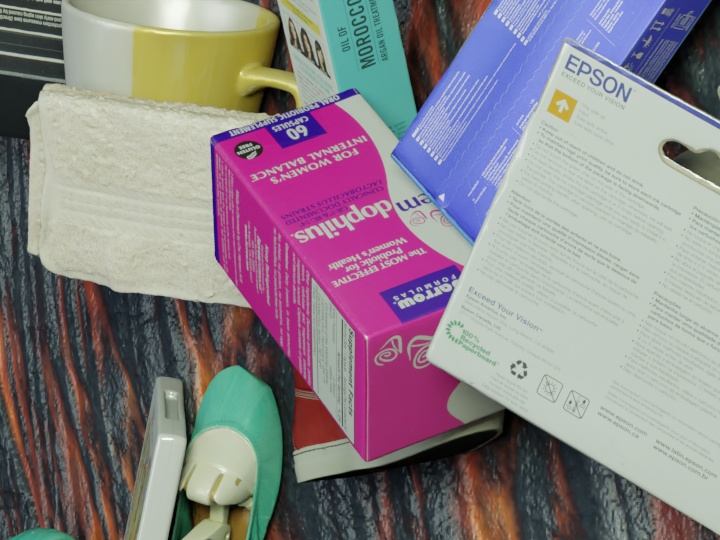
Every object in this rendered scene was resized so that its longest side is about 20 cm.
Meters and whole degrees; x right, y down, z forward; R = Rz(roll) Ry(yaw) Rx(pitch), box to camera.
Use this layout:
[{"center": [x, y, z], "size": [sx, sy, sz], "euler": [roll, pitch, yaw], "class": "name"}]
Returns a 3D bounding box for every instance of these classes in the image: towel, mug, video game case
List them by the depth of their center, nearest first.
[{"center": [-0.124, -0.048, 1.800], "size": [0.035, 0.199, 0.133], "euler": [-59, -26, -64], "class": "towel"}, {"center": [-0.128, -0.099, 1.855], "size": [0.186, 0.148, 0.154], "euler": [34, 121, 59], "class": "mug"}, {"center": [-0.149, 0.188, 1.867], "size": [0.182, 0.023, 0.201], "euler": [-114, 35, -79], "class": "video game case"}]

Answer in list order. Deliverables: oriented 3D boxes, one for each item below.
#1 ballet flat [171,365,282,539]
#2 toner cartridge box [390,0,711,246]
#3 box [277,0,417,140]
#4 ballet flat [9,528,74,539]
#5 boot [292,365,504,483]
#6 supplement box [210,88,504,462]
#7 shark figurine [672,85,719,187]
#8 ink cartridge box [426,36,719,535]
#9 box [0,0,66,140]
[{"center": [-0.095, 0.165, 1.814], "size": [0.067, 0.070, 0.202], "euler": [10, 96, 18], "class": "ballet flat"}, {"center": [0.106, -0.111, 1.505], "size": [0.095, 0.043, 0.200], "euler": [49, 117, 31], "class": "toner cartridge box"}, {"center": [-0.013, -0.152, 1.679], "size": [0.082, 0.049, 0.201], "euler": [44, 152, 55], "class": "box"}, {"center": [-0.221, 0.281, 1.981], "size": [0.070, 0.067, 0.201], "euler": [-25, 65, 40], "class": "ballet flat"}, {"center": [0.012, 0.049, 1.668], "size": [0.200, 0.072, 0.145], "euler": [-15, 80, 57], "class": "boot"}, {"center": [0.000, 0.000, 1.587], "size": [0.200, 0.101, 0.104], "euler": [52, 152, 40], "class": "supplement box"}, {"center": [0.154, -0.021, 1.472], "size": [0.215, 0.089, 0.129], "euler": [-48, 46, 38], "class": "shark figurine"}, {"center": [0.156, 0.008, 1.416], "size": [0.196, 0.043, 0.201], "euler": [31, 114, 17], "class": "ink cartridge box"}, {"center": [-0.239, -0.205, 1.975], "size": [0.123, 0.199, 0.200], "euler": [-28, 62, 50], "class": "box"}]
